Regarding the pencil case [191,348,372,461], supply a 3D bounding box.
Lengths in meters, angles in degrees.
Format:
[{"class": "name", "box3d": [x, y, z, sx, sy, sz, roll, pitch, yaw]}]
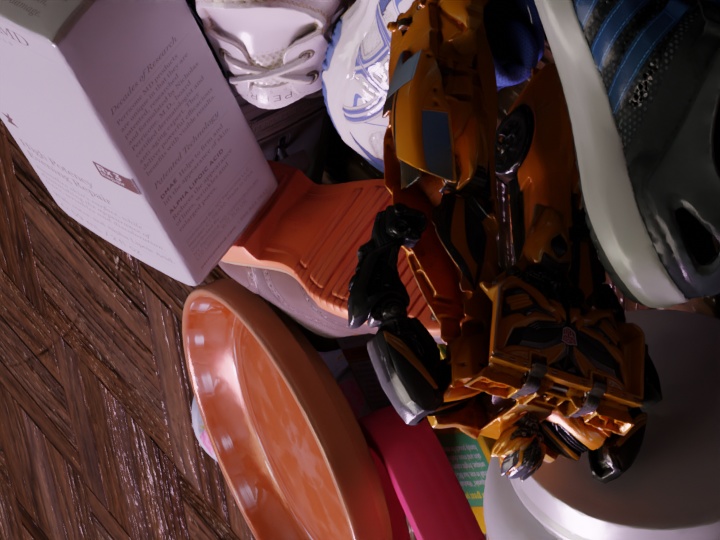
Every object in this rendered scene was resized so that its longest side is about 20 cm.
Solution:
[{"class": "pencil case", "box3d": [-0.027, 0.083, 1.402, 0.200, 0.083, 0.091, 4, 75, 66]}]

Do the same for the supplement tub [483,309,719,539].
[{"class": "supplement tub", "box3d": [0.127, 0.130, 1.032, 0.145, 0.144, 0.200, 43, 152, 39]}]

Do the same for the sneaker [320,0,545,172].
[{"class": "sneaker", "box3d": [0.036, -0.096, 1.063, 0.088, 0.075, 0.200, 47, 155, 28]}]

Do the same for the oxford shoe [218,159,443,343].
[{"class": "oxford shoe", "box3d": [0.000, 0.000, 1.160, 0.200, 0.071, 0.073, 24, 158, 48]}]

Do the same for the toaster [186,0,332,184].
[{"class": "toaster", "box3d": [-0.093, -0.113, 1.280, 0.200, 0.113, 0.129, 55, 153, 17]}]

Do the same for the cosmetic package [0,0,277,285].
[{"class": "cosmetic package", "box3d": [-0.119, -0.086, 1.103, 0.102, 0.074, 0.200, 28, 161, 31]}]

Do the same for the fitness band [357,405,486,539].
[{"class": "fitness band", "box3d": [0.045, 0.159, 1.212, 0.144, 0.037, 0.200, 85, 163, -50]}]

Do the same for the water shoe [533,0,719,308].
[{"class": "water shoe", "box3d": [0.116, -0.086, 0.922, 0.071, 0.079, 0.201, 19, -123, -66]}]

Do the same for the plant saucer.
[{"class": "plant saucer", "box3d": [-0.035, 0.096, 1.267, 0.200, 0.032, 0.201, 54, 158, 34]}]

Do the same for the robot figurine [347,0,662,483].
[{"class": "robot figurine", "box3d": [0.062, -0.013, 0.946, 0.058, 0.145, 0.200, -40, 42, 45]}]

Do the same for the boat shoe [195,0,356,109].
[{"class": "boat shoe", "box3d": [-0.035, -0.109, 1.107, 0.200, 0.071, 0.070, 2, -86, -78]}]

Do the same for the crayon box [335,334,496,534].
[{"class": "crayon box", "box3d": [0.046, 0.057, 1.251, 0.200, 0.052, 0.126, 65, 158, -4]}]
